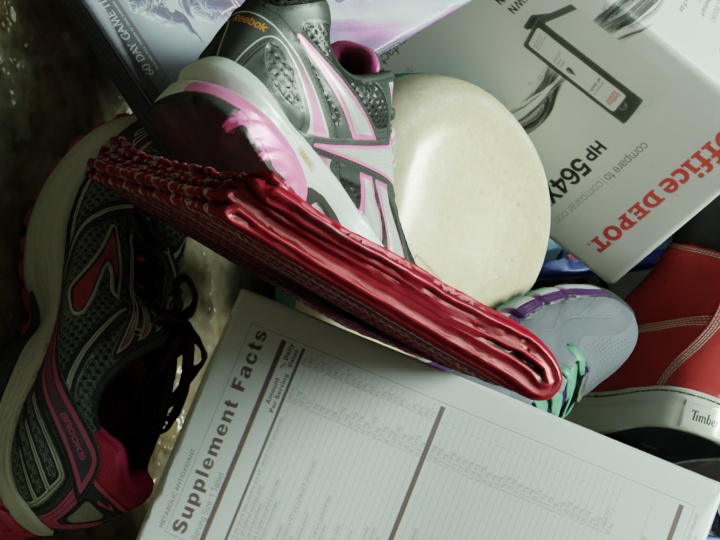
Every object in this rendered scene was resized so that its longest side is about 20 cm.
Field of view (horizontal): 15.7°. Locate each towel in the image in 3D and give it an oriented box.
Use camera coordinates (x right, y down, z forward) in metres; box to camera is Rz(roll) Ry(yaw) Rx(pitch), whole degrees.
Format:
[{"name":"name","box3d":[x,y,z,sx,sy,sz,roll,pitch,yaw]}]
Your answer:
[{"name":"towel","box3d":[-0.018,-0.003,0.976,0.145,0.200,0.023,32,85,-21]}]

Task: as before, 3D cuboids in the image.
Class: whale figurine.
[{"name":"whale figurine","box3d":[0.000,0.000,1.225,0.159,0.104,0.200,44,70,-33]}]

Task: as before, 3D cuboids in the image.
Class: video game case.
[{"name":"video game case","box3d":[-0.043,-0.145,1.127,0.200,0.019,0.143,-33,89,-35]}]

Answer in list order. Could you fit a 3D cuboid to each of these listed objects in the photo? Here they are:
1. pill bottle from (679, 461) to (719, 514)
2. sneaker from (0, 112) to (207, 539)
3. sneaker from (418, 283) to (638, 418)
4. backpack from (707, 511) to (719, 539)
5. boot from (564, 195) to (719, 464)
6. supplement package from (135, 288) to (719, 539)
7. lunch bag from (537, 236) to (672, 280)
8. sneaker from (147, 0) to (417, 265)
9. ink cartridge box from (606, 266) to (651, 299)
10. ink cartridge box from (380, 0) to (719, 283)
[{"name":"pill bottle","box3d":[0.212,0.185,1.494,0.113,0.113,0.200,-44,119,-54]},{"name":"sneaker","box3d":[-0.095,0.022,1.060,0.081,0.075,0.200,48,43,-42]},{"name":"sneaker","box3d":[0.067,0.070,1.182,0.200,0.088,0.074,-22,130,-34]},{"name":"backpack","box3d":[0.122,0.189,1.309,0.200,0.154,0.191,21,62,-55]},{"name":"boot","box3d":[0.151,0.025,1.344,0.072,0.200,0.144,23,75,-21]},{"name":"supplement package","box3d":[0.022,0.102,1.020,0.110,0.200,0.114,115,-2,-77]},{"name":"lunch bag","box3d":[0.100,-0.071,1.417,0.200,0.094,0.151,-5,85,-45]},{"name":"sneaker","box3d":[-0.010,-0.047,1.076,0.086,0.080,0.200,-61,155,-16]},{"name":"ink cartridge box","box3d":[0.236,0.000,1.605,0.200,0.084,0.145,-54,128,-48]},{"name":"ink cartridge box","box3d":[0.099,-0.109,1.271,0.200,0.146,0.084,37,45,-9]}]
